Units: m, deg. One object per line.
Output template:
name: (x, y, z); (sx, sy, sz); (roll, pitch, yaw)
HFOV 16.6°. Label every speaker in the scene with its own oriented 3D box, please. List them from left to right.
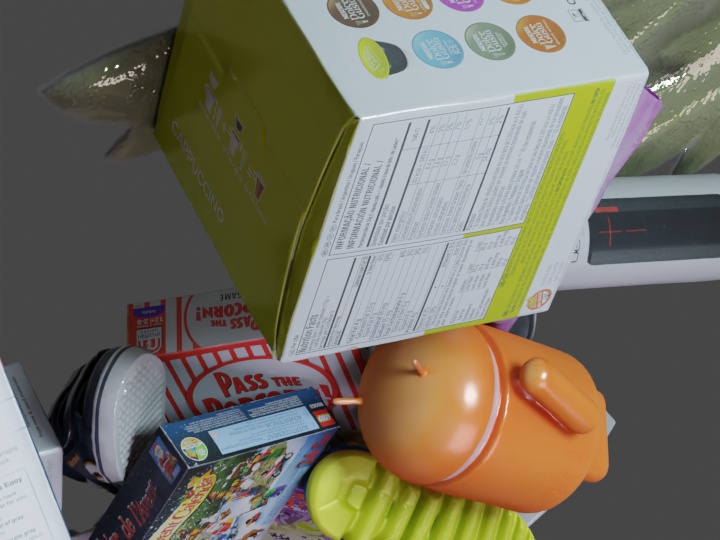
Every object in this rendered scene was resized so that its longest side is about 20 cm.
speaker: (0.185, -0.028, 1.783); (0.199, 0.081, 0.081); (-3, 136, -36)

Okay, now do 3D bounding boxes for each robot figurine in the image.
robot figurine: (0.081, 0.094, 1.641); (0.199, 0.144, 0.117); (18, 101, -39)

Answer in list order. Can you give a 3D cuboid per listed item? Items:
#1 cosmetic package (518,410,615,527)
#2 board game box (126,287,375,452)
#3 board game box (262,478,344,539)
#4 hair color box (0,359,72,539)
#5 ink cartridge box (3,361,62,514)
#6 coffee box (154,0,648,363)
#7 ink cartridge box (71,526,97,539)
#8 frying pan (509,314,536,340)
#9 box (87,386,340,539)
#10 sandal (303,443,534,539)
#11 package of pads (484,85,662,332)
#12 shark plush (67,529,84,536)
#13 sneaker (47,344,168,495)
cosmetic package: (0.118, 0.137, 1.852); (0.108, 0.085, 0.200); (-44, 178, 12)
board game box: (-0.061, 0.080, 1.702); (0.150, 0.047, 0.200); (-10, 146, 10)
board game box: (-0.059, 0.177, 1.785); (0.199, 0.032, 0.120); (18, 138, -28)
hair color box: (-0.252, 0.126, 1.526); (0.100, 0.201, 0.060); (-23, -171, -19)
ink cartridge box: (-0.302, 0.160, 1.622); (0.199, 0.084, 0.146); (-17, 143, -21)
coffee box: (0.015, -0.098, 1.449); (0.197, 0.200, 0.201); (-11, 142, -28)
ink cartridge box: (-0.225, 0.266, 1.760); (0.199, 0.068, 0.117); (-26, 126, 18)
frying pan: (0.061, 0.066, 1.788); (0.190, 0.031, 0.115); (-48, 126, -13)
box: (-0.114, 0.166, 1.654); (0.136, 0.038, 0.200); (-13, 147, -44)
sandal: (0.037, 0.171, 1.721); (0.199, 0.087, 0.080); (31, 86, -24)
package of pads: (0.103, -0.063, 1.634); (0.201, 0.076, 0.120); (-55, 147, 3)
shark plush: (-0.168, 0.230, 1.825); (0.199, 0.083, 0.091); (12, 92, -39)
sneaker: (-0.171, 0.100, 1.624); (0.200, 0.079, 0.079); (87, 27, -64)
